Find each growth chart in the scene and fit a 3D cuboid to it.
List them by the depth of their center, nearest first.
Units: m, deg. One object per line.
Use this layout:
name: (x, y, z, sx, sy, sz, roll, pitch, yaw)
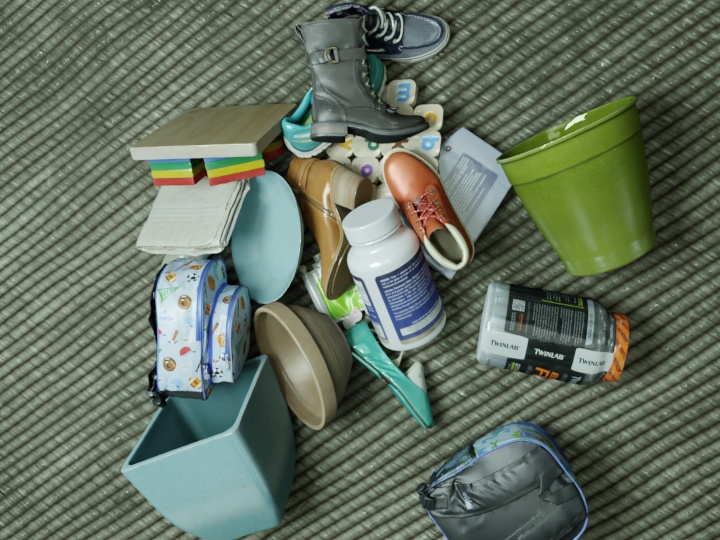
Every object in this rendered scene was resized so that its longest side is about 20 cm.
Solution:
growth chart: (0.000, 0.000, 1.013, 0.198, 0.018, 0.146, -37, 84, 7)

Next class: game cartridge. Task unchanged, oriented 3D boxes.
game cartridge: (0.140, -0.107, 0.971, 0.132, 0.041, 0.202, 34, 91, 3)

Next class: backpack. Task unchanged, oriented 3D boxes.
backpack: (0.213, 0.323, 0.916, 0.198, 0.147, 0.185, -36, 85, 14)
backpack: (-0.244, 0.078, 0.960, 0.150, 0.200, 0.195, -6, 107, -2)

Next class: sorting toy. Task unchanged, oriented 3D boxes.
sorting toy: (-0.211, -0.190, 0.971, 0.194, 0.201, 0.071, 1, 119, 14)

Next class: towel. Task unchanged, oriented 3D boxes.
towel: (-0.265, -0.089, 1.003, 0.196, 0.034, 0.135, 3, 65, 34)

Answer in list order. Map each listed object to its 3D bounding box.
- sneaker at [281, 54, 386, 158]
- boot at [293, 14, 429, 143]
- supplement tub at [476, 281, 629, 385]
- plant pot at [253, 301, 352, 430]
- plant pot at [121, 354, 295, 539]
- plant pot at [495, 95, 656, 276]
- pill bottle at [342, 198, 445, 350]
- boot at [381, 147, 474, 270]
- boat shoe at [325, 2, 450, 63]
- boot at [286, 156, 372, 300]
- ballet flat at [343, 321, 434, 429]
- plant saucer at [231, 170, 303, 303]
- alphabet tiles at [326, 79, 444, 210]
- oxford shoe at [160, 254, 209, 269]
sneaker: (-0.038, -0.257, 0.963, 0.200, 0.080, 0.077, -46, 56, -7)
boot: (0.005, -0.276, 0.908, 0.195, 0.069, 0.179, -2, 91, -15)
supplement tub: (0.273, 0.092, 0.915, 0.195, 0.122, 0.126, 11, 93, 11)
plant pot: (-0.076, 0.130, 0.972, 0.092, 0.201, 0.204, -27, 85, -28)
plant pot: (-0.201, 0.290, 0.969, 0.192, 0.197, 0.203, -21, 110, 14)
plant pot: (0.315, -0.105, 0.880, 0.197, 0.201, 0.197, -23, 98, 10)
pill bottle: (0.046, 0.005, 0.922, 0.109, 0.112, 0.203, -19, 116, 10)
boot: (0.095, -0.087, 0.892, 0.074, 0.107, 0.202, -36, 90, 15)
boat shoe: (0.037, -0.363, 0.964, 0.195, 0.093, 0.077, -1, 91, 10)
boot: (-0.066, -0.071, 0.983, 0.153, 0.076, 0.205, 23, 115, 36)
ballet flat: (0.057, 0.155, 0.986, 0.200, 0.067, 0.071, 44, 83, 5)
plant saucer: (-0.138, -0.051, 0.995, 0.199, 0.038, 0.207, 1, 91, 50)
alphabet tiles: (0.034, -0.194, 0.984, 0.191, 0.015, 0.206, 3, 83, 25)
oxford shoe: (-0.252, -0.065, 1.044, 0.202, 0.057, 0.075, -57, 38, -1)
